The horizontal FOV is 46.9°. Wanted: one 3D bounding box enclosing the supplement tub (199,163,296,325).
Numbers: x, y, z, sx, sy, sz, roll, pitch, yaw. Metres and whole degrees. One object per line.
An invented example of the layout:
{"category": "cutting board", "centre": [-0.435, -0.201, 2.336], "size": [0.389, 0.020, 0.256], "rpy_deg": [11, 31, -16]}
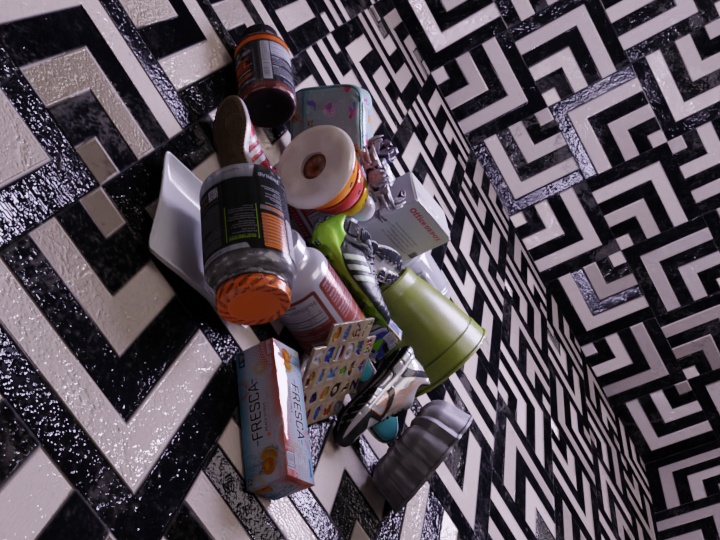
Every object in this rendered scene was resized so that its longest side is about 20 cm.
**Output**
{"category": "supplement tub", "centre": [-0.152, -0.035, 1.117], "size": [0.123, 0.122, 0.200], "rpy_deg": [39, 33, -48]}

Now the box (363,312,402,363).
{"category": "box", "centre": [-0.016, 0.059, 1.413], "size": [0.200, 0.064, 0.070], "rpy_deg": [49, 8, -3]}

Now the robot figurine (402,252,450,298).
{"category": "robot figurine", "centre": [0.120, 0.022, 1.790], "size": [0.200, 0.113, 0.170], "rpy_deg": [56, -7, -18]}

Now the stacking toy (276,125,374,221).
{"category": "stacking toy", "centre": [-0.033, -0.140, 1.391], "size": [0.200, 0.146, 0.146], "rpy_deg": [33, 37, -54]}

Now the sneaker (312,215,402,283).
{"category": "sneaker", "centre": [-0.016, -0.030, 1.425], "size": [0.200, 0.080, 0.078], "rpy_deg": [34, 74, -40]}

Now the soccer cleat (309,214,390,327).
{"category": "soccer cleat", "centre": [0.000, 0.000, 1.341], "size": [0.200, 0.081, 0.068], "rpy_deg": [55, -22, -10]}

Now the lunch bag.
{"category": "lunch bag", "centre": [-0.059, -0.249, 1.576], "size": [0.077, 0.160, 0.200], "rpy_deg": [-5, 95, -73]}

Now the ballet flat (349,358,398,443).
{"category": "ballet flat", "centre": [0.001, 0.194, 1.383], "size": [0.200, 0.069, 0.069], "rpy_deg": [64, 21, -1]}

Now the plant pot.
{"category": "plant pot", "centre": [0.102, 0.106, 1.581], "size": [0.193, 0.200, 0.200], "rpy_deg": [50, 22, -4]}

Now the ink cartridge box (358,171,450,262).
{"category": "ink cartridge box", "centre": [0.055, -0.085, 1.636], "size": [0.146, 0.200, 0.084], "rpy_deg": [44, 29, -43]}

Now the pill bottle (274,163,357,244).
{"category": "pill bottle", "centre": [-0.073, -0.118, 1.494], "size": [0.200, 0.112, 0.112], "rpy_deg": [59, 21, -14]}

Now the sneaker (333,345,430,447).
{"category": "sneaker", "centre": [0.038, 0.212, 1.319], "size": [0.200, 0.074, 0.080], "rpy_deg": [-44, 102, -26]}

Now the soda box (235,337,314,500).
{"category": "soda box", "centre": [-0.115, 0.195, 1.096], "size": [0.064, 0.068, 0.200], "rpy_deg": [40, 32, -48]}

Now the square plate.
{"category": "square plate", "centre": [-0.223, -0.040, 1.164], "size": [0.200, 0.028, 0.198], "rpy_deg": [47, 27, -38]}

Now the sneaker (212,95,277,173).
{"category": "sneaker", "centre": [-0.178, -0.187, 1.380], "size": [0.112, 0.071, 0.200], "rpy_deg": [10, 64, -60]}

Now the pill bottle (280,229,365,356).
{"category": "pill bottle", "centre": [-0.082, 0.038, 1.274], "size": [0.200, 0.112, 0.112], "rpy_deg": [57, 21, -32]}

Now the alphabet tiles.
{"category": "alphabet tiles", "centre": [-0.037, 0.151, 1.242], "size": [0.006, 0.167, 0.200], "rpy_deg": [25, 12, 23]}

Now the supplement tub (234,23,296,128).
{"category": "supplement tub", "centre": [-0.179, -0.367, 1.536], "size": [0.107, 0.107, 0.200], "rpy_deg": [40, 31, -47]}

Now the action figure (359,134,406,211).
{"category": "action figure", "centre": [0.039, -0.173, 1.453], "size": [0.200, 0.069, 0.130], "rpy_deg": [-85, 167, -78]}

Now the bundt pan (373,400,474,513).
{"category": "bundt pan", "centre": [0.092, 0.288, 1.334], "size": [0.076, 0.202, 0.202], "rpy_deg": [40, 19, 8]}
